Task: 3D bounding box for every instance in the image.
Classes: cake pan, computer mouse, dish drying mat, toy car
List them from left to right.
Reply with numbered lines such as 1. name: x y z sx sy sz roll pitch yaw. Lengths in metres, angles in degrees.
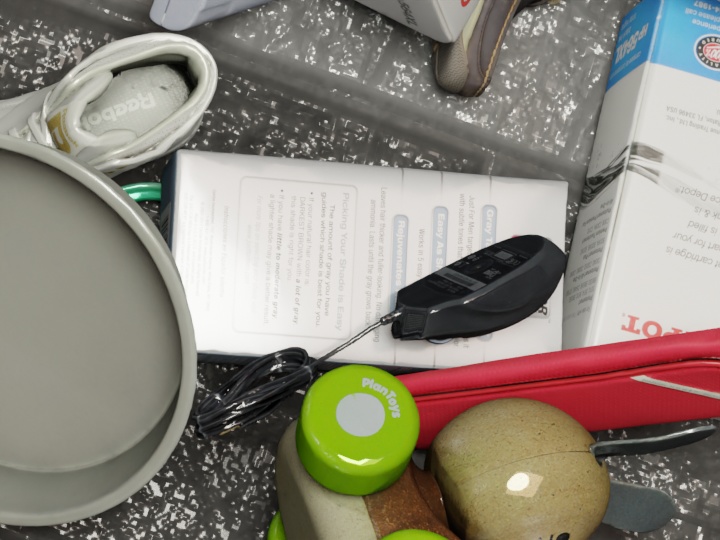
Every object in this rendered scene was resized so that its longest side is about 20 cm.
1. cake pan: -0.167 0.024 1.056 0.199 0.037 0.202 6 114 13
2. computer mouse: 0.012 0.037 1.057 0.199 0.059 0.034 -25 108 -12
3. toy car: 0.069 0.123 1.048 0.199 0.165 0.159 -12 63 -16
4. dish drying mat: 0.100 0.062 1.088 0.199 0.077 0.018 -10 60 24

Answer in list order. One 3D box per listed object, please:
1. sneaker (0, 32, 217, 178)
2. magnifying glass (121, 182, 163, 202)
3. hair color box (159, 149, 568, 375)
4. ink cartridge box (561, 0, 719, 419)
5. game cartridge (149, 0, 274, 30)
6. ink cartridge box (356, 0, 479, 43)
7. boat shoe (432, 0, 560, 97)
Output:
1. sneaker: -0.162 -0.060 1.082 0.199 0.116 0.074 -29 91 -13
2. magnifying glass: -0.052 0.005 1.144 0.199 0.022 0.080 11 80 -13
3. hair color box: 0.000 0.000 1.116 0.199 0.061 0.100 4 82 -11
4. ink cartridge box: 0.192 -0.027 1.161 0.145 0.084 0.201 16 80 -10
5. game cartridge: -0.035 -0.217 1.092 0.041 0.133 0.201 27 114 11
6. ink cartridge box: 0.047 -0.234 1.079 0.084 0.146 0.201 27 78 21
7. boat shoe: 0.099 -0.179 1.176 0.073 0.074 0.201 24 79 -8
